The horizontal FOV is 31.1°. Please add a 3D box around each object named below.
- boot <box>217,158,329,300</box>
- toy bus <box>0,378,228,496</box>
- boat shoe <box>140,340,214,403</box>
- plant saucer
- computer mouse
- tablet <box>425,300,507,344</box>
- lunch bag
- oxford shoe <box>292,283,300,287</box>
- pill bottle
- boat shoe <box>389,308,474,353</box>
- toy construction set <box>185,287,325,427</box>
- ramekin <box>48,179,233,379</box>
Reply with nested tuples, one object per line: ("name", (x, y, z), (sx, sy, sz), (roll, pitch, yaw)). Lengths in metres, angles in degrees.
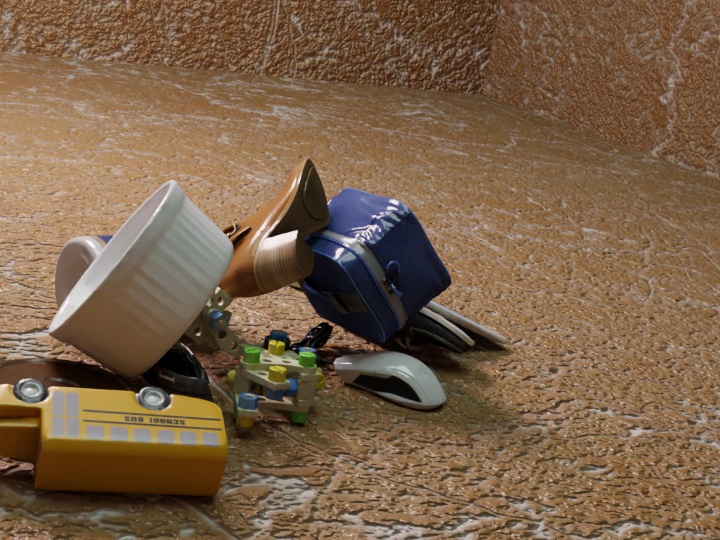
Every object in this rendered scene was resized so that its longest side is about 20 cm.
("boot", (-0.122, -0.046, 1.480), (0.154, 0.074, 0.201), (-15, 34, 22))
("toy bus", (-0.221, 0.148, 1.120), (0.199, 0.065, 0.079), (6, 38, -19))
("boat shoe", (-0.183, 0.103, 1.330), (0.072, 0.063, 0.200), (7, 16, -16))
("plant saucer", (-0.293, 0.126, 1.237), (0.199, 0.032, 0.200), (9, 16, -3))
("computer mouse", (0.011, 0.106, 1.490), (0.199, 0.044, 0.110), (17, 16, 21))
("tablet", (0.092, 0.045, 1.688), (0.199, 0.014, 0.130), (26, 1, -40))
("lunch bag", (0.000, 0.000, 1.516), (0.132, 0.136, 0.200), (-39, 24, -17))
("oxford shoe", (-0.095, -0.028, 1.866), (0.075, 0.058, 0.200), (3, 16, -19))
("pill bottle", (-0.246, 0.012, 1.516), (0.199, 0.112, 0.111), (-4, 21, -43))
("boat shoe", (0.052, 0.069, 1.625), (0.199, 0.061, 0.074), (26, -11, 32))
("toy construction set", (-0.113, 0.098, 1.367), (0.130, 0.093, 0.200), (-1, 29, -35))
("ramekin", (-0.219, 0.014, 1.322), (0.098, 0.201, 0.201), (40, 9, -15))
